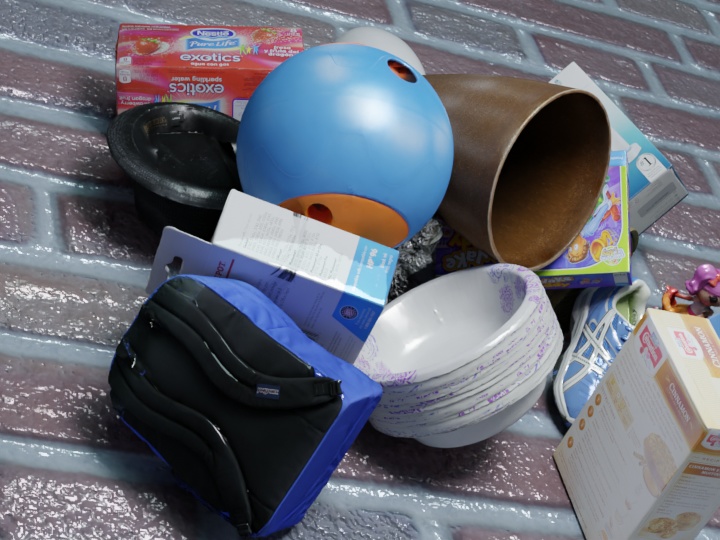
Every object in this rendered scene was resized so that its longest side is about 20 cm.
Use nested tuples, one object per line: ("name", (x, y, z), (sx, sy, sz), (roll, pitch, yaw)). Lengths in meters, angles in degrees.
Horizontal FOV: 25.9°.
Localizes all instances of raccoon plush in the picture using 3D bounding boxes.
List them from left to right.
("raccoon plush", (0.000, 0.000, 1.530), (0.097, 0.134, 0.200), (42, 40, 15))

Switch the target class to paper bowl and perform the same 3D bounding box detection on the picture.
("paper bowl", (0.092, 0.086, 1.456), (0.105, 0.200, 0.201), (63, 28, -20))

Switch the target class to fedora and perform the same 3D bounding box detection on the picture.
("fedora", (-0.170, -0.087, 1.564), (0.200, 0.092, 0.201), (13, 30, -8))

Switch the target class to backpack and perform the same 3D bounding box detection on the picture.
("backpack", (-0.102, 0.105, 1.314), (0.200, 0.163, 0.168), (36, 8, 16))

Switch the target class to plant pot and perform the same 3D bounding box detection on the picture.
("plant pot", (0.114, -0.120, 1.568), (0.200, 0.187, 0.187), (27, 29, 37))

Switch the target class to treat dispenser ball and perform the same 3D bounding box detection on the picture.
("treat dispenser ball", (-0.014, -0.109, 1.447), (0.200, 0.201, 0.201), (18, 35, -13))

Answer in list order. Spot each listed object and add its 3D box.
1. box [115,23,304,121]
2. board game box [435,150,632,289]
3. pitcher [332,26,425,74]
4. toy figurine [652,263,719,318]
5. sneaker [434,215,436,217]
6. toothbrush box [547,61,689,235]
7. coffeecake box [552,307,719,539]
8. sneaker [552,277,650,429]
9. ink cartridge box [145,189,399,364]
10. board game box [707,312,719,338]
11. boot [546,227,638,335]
("box", (-0.160, -0.197, 1.671), (0.199, 0.100, 0.096), (0, 37, -5))
("board game box", (0.180, -0.049, 1.633), (0.199, 0.045, 0.135), (-3, 70, 12))
("pitcher", (0.043, -0.180, 1.834), (0.171, 0.121, 0.200), (32, 26, -47))
("toy figurine", (0.373, 0.042, 1.682), (0.200, 0.184, 0.150), (6, 39, -27))
("sneaker", (0.099, -0.053, 1.710), (0.200, 0.074, 0.085), (17, 70, 28))
("toothbrush box", (0.262, -0.123, 1.846), (0.200, 0.146, 0.085), (52, 6, 33))
("coffeecake box", (0.271, 0.161, 1.442), (0.073, 0.200, 0.154), (10, 38, -23))
("sneaker", (0.250, 0.088, 1.598), (0.076, 0.077, 0.200), (30, 52, -25))
("ink cartridge box", (-0.080, 0.002, 1.390), (0.200, 0.116, 0.068), (21, 53, -5))
("board game box", (0.398, 0.133, 1.644), (0.200, 0.158, 0.039), (16, 0, -16))
("boot", (0.184, -0.026, 1.747), (0.200, 0.066, 0.175), (31, 63, 33))
